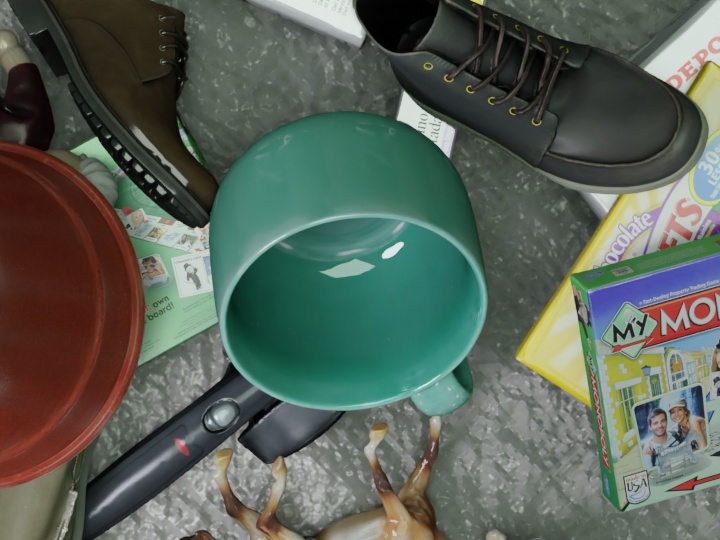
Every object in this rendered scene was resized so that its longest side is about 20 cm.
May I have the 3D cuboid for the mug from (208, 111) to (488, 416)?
[{"bbox_3d":[-0.010,-0.003,1.554,0.152,0.115,0.185,-4,135,-7],"label":"mug"}]

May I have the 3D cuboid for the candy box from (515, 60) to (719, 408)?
[{"bbox_3d":[0.182,-0.007,1.538,0.102,0.026,0.200,33,97,1],"label":"candy box"}]

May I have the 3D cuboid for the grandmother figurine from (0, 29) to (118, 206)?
[{"bbox_3d":[-0.228,-0.081,1.597,0.200,0.061,0.121,32,100,13],"label":"grandmother figurine"}]

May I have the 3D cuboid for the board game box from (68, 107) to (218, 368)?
[{"bbox_3d":[-0.169,0.002,1.634,0.200,0.029,0.135,-28,92,2],"label":"board game box"}]

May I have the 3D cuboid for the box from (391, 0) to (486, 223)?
[{"bbox_3d":[0.047,-0.126,1.622,0.039,0.041,0.201,13,94,1],"label":"box"}]

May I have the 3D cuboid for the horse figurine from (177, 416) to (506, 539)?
[{"bbox_3d":[-0.012,0.155,1.623,0.199,0.050,0.133,-15,116,-9],"label":"horse figurine"}]

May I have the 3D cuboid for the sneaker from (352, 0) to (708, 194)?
[{"bbox_3d":[0.088,-0.102,1.509,0.200,0.106,0.075,19,82,28],"label":"sneaker"}]

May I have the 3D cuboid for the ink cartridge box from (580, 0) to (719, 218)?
[{"bbox_3d":[0.222,-0.046,1.597,0.146,0.084,0.200,-43,92,4],"label":"ink cartridge box"}]

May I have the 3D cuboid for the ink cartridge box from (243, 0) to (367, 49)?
[{"bbox_3d":[-0.062,-0.234,1.594,0.200,0.084,0.146,24,93,-1],"label":"ink cartridge box"}]

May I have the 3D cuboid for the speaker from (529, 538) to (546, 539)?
[{"bbox_3d":[0.133,0.256,1.610,0.081,0.081,0.200,-36,101,2],"label":"speaker"}]

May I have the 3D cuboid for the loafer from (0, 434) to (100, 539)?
[{"bbox_3d":[-0.194,0.114,1.586,0.075,0.070,0.201,16,91,16],"label":"loafer"}]

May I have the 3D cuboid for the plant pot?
[{"bbox_3d":[-0.236,0.018,1.465,0.200,0.195,0.201,-1,86,11],"label":"plant pot"}]

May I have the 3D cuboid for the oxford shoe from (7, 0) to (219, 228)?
[{"bbox_3d":[-0.129,-0.114,1.585,0.084,0.073,0.200,-32,72,-4],"label":"oxford shoe"}]

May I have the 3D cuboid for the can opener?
[{"bbox_3d":[-0.099,0.100,1.622,0.200,0.063,0.079,-34,85,2],"label":"can opener"}]

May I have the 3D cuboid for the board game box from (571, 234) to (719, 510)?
[{"bbox_3d":[0.222,0.042,1.512,0.199,0.029,0.135,-15,112,-11],"label":"board game box"}]
